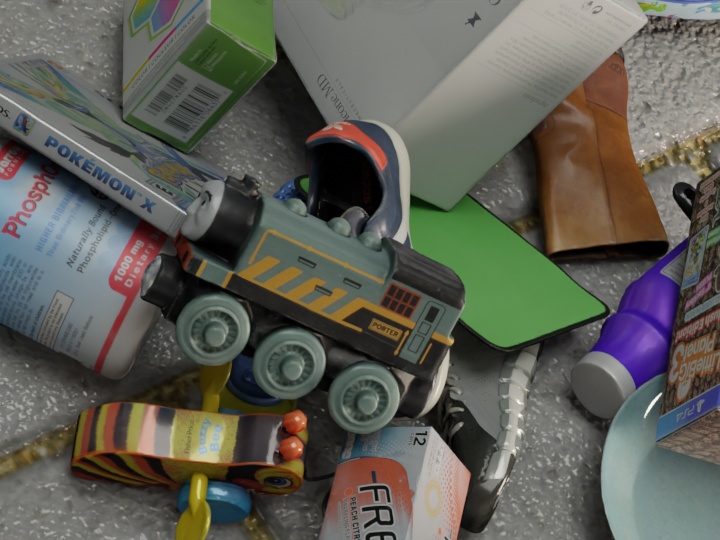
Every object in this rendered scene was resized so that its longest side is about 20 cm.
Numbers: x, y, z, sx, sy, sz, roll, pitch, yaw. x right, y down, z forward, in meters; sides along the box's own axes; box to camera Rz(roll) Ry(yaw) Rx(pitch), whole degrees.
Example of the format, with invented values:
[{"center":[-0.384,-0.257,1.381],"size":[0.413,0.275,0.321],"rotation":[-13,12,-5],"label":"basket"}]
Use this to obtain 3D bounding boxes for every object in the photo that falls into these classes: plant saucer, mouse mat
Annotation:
[{"center":[0.247,0.163,1.619],"size":[0.201,0.039,0.201],"rotation":[9,62,-17],"label":"plant saucer"},{"center":[0.065,-0.015,1.640],"size":[0.200,0.008,0.161],"rotation":[41,29,22],"label":"mouse mat"}]

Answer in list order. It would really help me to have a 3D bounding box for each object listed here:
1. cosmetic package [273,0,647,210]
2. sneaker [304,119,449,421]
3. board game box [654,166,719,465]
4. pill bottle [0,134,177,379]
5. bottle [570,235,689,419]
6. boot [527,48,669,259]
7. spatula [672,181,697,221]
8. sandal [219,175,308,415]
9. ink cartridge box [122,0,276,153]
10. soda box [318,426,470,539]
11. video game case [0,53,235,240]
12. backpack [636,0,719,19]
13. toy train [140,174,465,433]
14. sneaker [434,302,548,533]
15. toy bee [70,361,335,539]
[{"center":[0.053,-0.188,1.655],"size":[0.123,0.200,0.200],"rotation":[19,32,-48],"label":"cosmetic package"},{"center":[0.000,0.000,1.537],"size":[0.084,0.075,0.200],"rotation":[2,73,-63],"label":"sneaker"},{"center":[0.303,0.037,1.609],"size":[0.159,0.097,0.200],"rotation":[18,68,-13],"label":"board game box"},{"center":[-0.217,-0.020,1.526],"size":[0.200,0.109,0.109],"rotation":[27,52,-2],"label":"pill bottle"},{"center":[0.226,0.035,1.690],"size":[0.084,0.065,0.200],"rotation":[48,54,6],"label":"bottle"},{"center":[0.123,-0.095,1.758],"size":[0.188,0.068,0.200],"rotation":[5,63,-27],"label":"boot"},{"center":[0.285,0.017,1.676],"size":[0.056,0.021,0.200],"rotation":[-35,88,-34],"label":"spatula"},{"center":[-0.044,0.011,1.588],"size":[0.079,0.087,0.200],"rotation":[18,51,-7],"label":"sandal"},{"center":[-0.114,-0.189,1.657],"size":[0.059,0.104,0.200],"rotation":[28,37,-28],"label":"ink cartridge box"},{"center":[0.010,0.196,1.460],"size":[0.063,0.068,0.200],"rotation":[-3,58,28],"label":"soda box"},{"center":[-0.165,-0.084,1.568],"size":[0.182,0.022,0.200],"rotation":[33,11,2],"label":"video game case"},{"center":[0.240,-0.272,1.873],"size":[0.200,0.154,0.163],"rotation":[20,44,-24],"label":"backpack"},{"center":[-0.032,0.019,1.462],"size":[0.200,0.114,0.085],"rotation":[25,11,-17],"label":"toy train"},{"center":[0.053,0.085,1.592],"size":[0.115,0.075,0.200],"rotation":[20,42,-2],"label":"sneaker"},{"center":[-0.076,0.107,1.489],"size":[0.200,0.109,0.131],"rotation":[-8,69,-20],"label":"toy bee"}]
